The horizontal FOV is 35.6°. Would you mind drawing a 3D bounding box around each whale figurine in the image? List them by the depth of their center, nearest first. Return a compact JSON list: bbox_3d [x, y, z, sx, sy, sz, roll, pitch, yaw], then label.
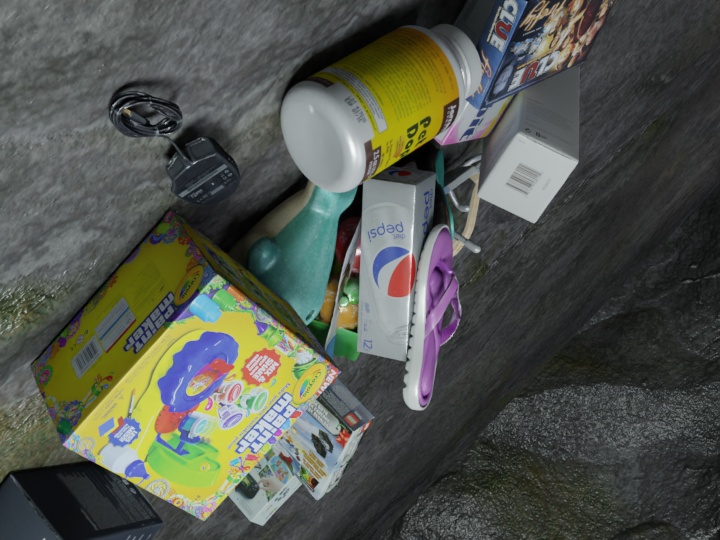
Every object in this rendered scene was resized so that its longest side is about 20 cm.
[{"bbox_3d":[-0.064,-0.014,1.189,0.201,0.104,0.158,-50,161,16],"label":"whale figurine"}]

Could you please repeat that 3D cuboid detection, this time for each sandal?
[{"bbox_3d":[0.089,0.053,1.235,0.082,0.049,0.207,-4,102,-69],"label":"sandal"}]

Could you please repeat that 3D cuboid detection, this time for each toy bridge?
[{"bbox_3d":[0.114,-0.053,1.559,0.201,0.067,0.027,-53,160,16],"label":"toy bridge"}]

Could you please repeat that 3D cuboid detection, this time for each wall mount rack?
[{"bbox_3d":[0.125,-0.079,1.428,0.199,0.075,0.173,-37,-166,-26],"label":"wall mount rack"}]

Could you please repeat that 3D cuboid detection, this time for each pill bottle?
[{"bbox_3d":[0.026,-0.164,1.078,0.199,0.109,0.110,-35,158,-32],"label":"pill bottle"}]

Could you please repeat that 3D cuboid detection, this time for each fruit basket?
[{"bbox_3d":[0.000,0.000,1.320,0.186,0.092,0.202,-66,177,-50],"label":"fruit basket"}]

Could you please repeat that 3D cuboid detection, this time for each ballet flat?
[{"bbox_3d":[0.071,-0.095,1.335,0.201,0.067,0.069,-89,175,-62],"label":"ballet flat"}]

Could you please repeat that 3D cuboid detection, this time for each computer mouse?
[{"bbox_3d":[-0.155,-0.106,0.939,0.058,0.034,0.200,-30,157,5],"label":"computer mouse"}]

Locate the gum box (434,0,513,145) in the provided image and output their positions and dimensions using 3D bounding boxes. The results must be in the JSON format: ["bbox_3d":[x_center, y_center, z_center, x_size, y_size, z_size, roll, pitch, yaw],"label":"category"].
[{"bbox_3d":[0.140,-0.234,1.250,0.113,0.066,0.201,-17,144,-54],"label":"gum box"}]

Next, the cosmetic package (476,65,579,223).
[{"bbox_3d":[0.202,-0.170,1.341,0.202,0.084,0.108,-76,-168,-46],"label":"cosmetic package"}]

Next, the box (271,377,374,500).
[{"bbox_3d":[-0.082,0.144,1.276,0.040,0.200,0.138,-28,155,-41],"label":"box"}]

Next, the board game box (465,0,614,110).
[{"bbox_3d":[0.195,-0.256,1.172,0.199,0.035,0.137,-29,153,-39],"label":"board game box"}]

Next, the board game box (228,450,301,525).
[{"bbox_3d":[-0.111,0.206,1.468,0.200,0.147,0.064,-45,159,-4],"label":"board game box"}]

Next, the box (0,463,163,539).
[{"bbox_3d":[-0.338,0.304,1.238,0.148,0.104,0.200,-49,161,9],"label":"box"}]

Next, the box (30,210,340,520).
[{"bbox_3d":[-0.162,0.092,1.053,0.200,0.122,0.192,-47,133,3],"label":"box"}]

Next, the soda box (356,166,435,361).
[{"bbox_3d":[0.039,-0.008,1.238,0.068,0.062,0.204,-34,130,-62],"label":"soda box"}]
